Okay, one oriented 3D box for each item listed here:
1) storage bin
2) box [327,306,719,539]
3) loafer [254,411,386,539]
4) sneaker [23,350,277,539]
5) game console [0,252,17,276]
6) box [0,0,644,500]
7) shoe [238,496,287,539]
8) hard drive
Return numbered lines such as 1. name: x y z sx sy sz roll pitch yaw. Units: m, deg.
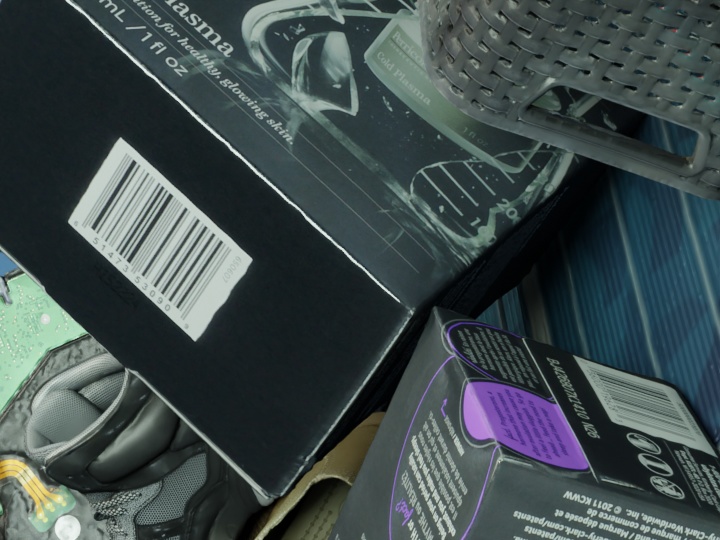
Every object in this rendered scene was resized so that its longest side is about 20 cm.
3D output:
1. storage bin: 0.098 -0.137 1.040 0.200 0.135 0.094 -93 27 -45
2. box: 0.043 0.135 1.001 0.122 0.106 0.201 -112 43 -64
3. loafer: -0.032 0.151 1.217 0.067 0.076 0.201 -6 -59 -62
4. sneaker: -0.106 0.108 1.267 0.201 0.113 0.076 -63 25 18
5. game console: -0.163 0.078 1.476 0.119 0.199 0.173 -135 64 -68
6. box: -0.030 -0.053 1.113 0.197 0.200 0.124 -39 -11 -51
7. shoe: -0.033 0.127 1.304 0.070 0.053 0.201 31 101 65
8. hard drive: -0.153 0.101 1.407 0.038 0.139 0.201 48 -162 -82
